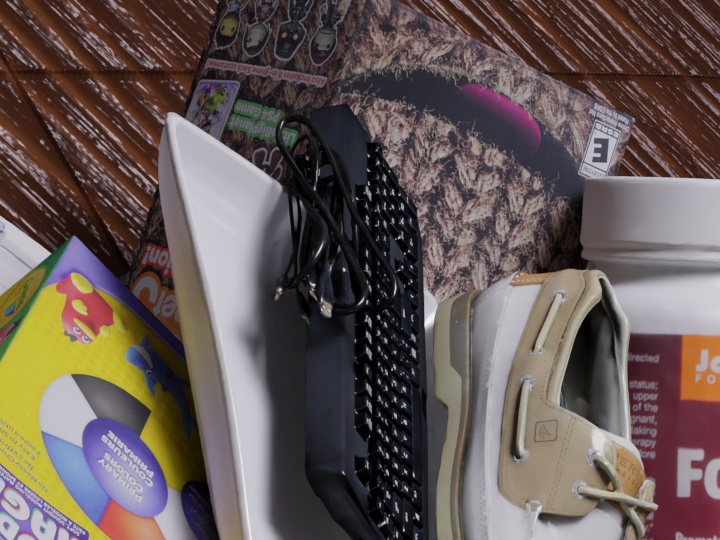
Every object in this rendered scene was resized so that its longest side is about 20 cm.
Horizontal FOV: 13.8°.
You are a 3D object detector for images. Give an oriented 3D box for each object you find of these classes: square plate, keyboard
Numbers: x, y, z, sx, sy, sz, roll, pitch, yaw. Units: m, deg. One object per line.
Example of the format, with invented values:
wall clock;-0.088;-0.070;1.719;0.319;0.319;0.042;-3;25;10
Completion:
square plate;-0.008;0.066;1.072;0.198;0.028;0.201;35;37;-53
keyboard;0.009;0.016;1.076;0.104;0.039;0.201;50;25;-37

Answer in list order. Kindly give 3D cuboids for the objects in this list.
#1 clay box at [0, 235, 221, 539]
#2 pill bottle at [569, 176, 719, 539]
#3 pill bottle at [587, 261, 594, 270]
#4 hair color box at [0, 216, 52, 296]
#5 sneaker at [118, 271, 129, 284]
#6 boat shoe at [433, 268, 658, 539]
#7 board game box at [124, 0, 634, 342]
clay box;-0.094;0.083;0.984;0.115;0.048;0.200;45;26;-14
pill bottle;0.134;0.065;1.211;0.114;0.114;0.202;2;91;-53
pill bottle;0.167;0.043;1.513;0.199;0.114;0.114;24;34;-36
hair color box;-0.176;0.040;1.046;0.109;0.065;0.200;37;31;-9
sneaker;-0.045;0.014;1.325;0.199;0.076;0.092;-5;18;-40
boat shoe;0.072;0.081;1.112;0.075;0.068;0.201;44;31;-46
board game box;0.000;0.000;1.232;0.159;0.201;0.097;21;-4;-38
